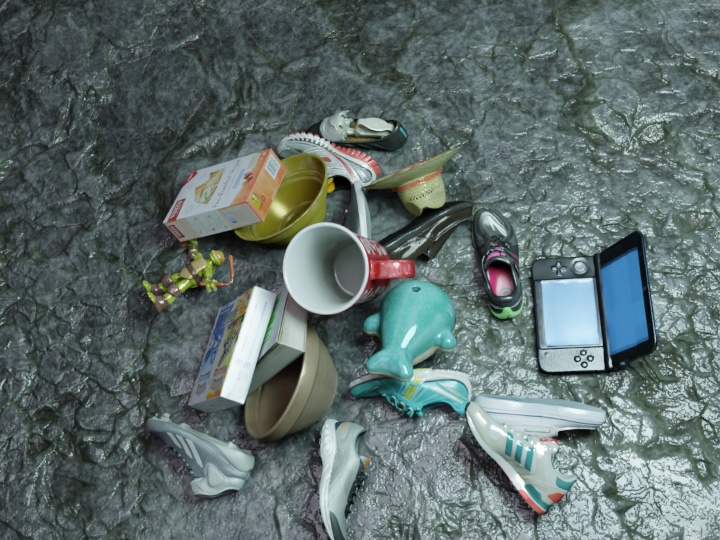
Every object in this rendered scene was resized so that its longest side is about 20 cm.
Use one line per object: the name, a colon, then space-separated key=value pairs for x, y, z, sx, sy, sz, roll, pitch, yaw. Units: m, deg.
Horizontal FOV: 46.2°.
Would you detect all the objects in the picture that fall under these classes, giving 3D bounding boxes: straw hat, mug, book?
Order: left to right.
book: x=-0.148 y=0.107 z=1.366 sx=0.048 sy=0.200 sz=0.134 roll=22 pitch=51 yaw=-22
mug: x=-0.007 y=0.009 z=1.319 sx=0.177 sy=0.200 sz=0.134 roll=29 pitch=96 yaw=14
straw hat: x=0.105 y=-0.141 z=1.455 sx=0.200 sy=0.201 sz=0.085 roll=-22 pitch=97 yaw=1

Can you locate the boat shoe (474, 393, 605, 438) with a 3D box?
boat shoe: x=0.276 y=0.234 z=1.309 sx=0.199 sy=0.074 sz=0.067 roll=4 pitch=92 yaw=21

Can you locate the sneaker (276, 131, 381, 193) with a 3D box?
sneaker: x=-0.067 y=-0.191 z=1.539 sx=0.199 sy=0.078 sz=0.082 roll=20 pitch=74 yaw=18

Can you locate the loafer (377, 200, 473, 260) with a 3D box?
loafer: x=0.114 y=-0.056 z=1.461 sx=0.200 sy=0.073 sz=0.072 roll=-30 pitch=104 yaw=-8

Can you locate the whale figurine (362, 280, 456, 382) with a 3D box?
whale figurine: x=0.076 y=0.090 z=1.342 sx=0.159 sy=0.104 sz=0.200 roll=13 pitch=36 yaw=20

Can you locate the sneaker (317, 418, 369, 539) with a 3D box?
sneaker: x=-0.025 y=0.330 z=1.317 sx=0.079 sy=0.074 sz=0.201 roll=-1 pitch=67 yaw=5

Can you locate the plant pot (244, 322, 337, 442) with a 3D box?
plant pot: x=-0.101 y=0.186 z=1.356 sx=0.092 sy=0.201 sz=0.202 roll=25 pitch=69 yaw=-24

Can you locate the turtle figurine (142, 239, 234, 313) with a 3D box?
turtle figurine: x=-0.306 y=0.002 z=1.511 sx=0.161 sy=0.065 sz=0.200 roll=-32 pitch=47 yaw=-6

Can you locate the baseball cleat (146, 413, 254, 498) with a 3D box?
baseball cleat: x=-0.275 y=0.306 z=1.374 sx=0.199 sy=0.070 sz=0.107 roll=15 pitch=71 yaw=17

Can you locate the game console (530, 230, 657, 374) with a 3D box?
game console: x=0.362 y=0.051 z=1.334 sx=0.170 sy=0.118 sz=0.201 roll=-3 pitch=66 yaw=9

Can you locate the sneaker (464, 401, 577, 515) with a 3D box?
sneaker: x=0.241 y=0.262 z=1.264 sx=0.093 sy=0.070 sz=0.200 roll=-38 pitch=87 yaw=9

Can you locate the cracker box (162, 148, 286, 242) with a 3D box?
cracker box: x=-0.241 y=-0.132 z=1.499 sx=0.199 sy=0.058 sz=0.134 roll=-12 pitch=44 yaw=32

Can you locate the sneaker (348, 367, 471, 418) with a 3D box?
sneaker: x=0.077 y=0.197 z=1.354 sx=0.199 sy=0.078 sz=0.080 roll=-1 pitch=78 yaw=11

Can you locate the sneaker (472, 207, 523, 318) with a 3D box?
sneaker: x=0.233 y=-0.022 z=1.407 sx=0.076 sy=0.084 sz=0.201 roll=-13 pitch=66 yaw=4

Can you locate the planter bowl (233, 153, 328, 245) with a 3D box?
planter bowl: x=-0.122 y=-0.106 z=1.493 sx=0.200 sy=0.083 sz=0.201 roll=-23 pitch=42 yaw=22

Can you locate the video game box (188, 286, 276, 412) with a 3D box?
video game box: x=-0.211 y=0.133 z=1.373 sx=0.047 sy=0.200 sz=0.183 roll=20 pitch=69 yaw=-20

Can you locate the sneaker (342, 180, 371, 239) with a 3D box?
sneaker: x=-0.032 y=-0.058 z=1.467 sx=0.099 sy=0.071 sz=0.201 roll=-4 pitch=79 yaw=10

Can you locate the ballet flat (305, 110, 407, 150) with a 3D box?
ballet flat: x=-0.012 y=-0.263 z=1.564 sx=0.199 sy=0.068 sz=0.068 roll=3 pitch=67 yaw=12
